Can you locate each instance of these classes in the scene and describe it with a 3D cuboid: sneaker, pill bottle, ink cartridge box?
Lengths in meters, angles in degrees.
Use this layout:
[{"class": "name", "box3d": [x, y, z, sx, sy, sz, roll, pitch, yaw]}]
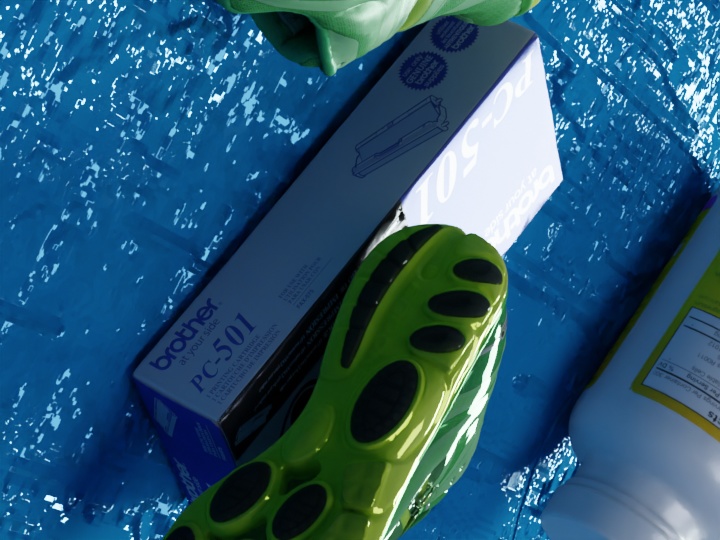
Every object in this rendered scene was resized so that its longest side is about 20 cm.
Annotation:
[{"class": "sneaker", "box3d": [-0.002, 0.080, 0.930, 0.200, 0.074, 0.084, -54, 148, -16]}, {"class": "pill bottle", "box3d": [0.169, 0.059, 1.274, 0.200, 0.104, 0.104, -55, 151, -17]}, {"class": "sneaker", "box3d": [0.000, -0.111, 0.878, 0.083, 0.074, 0.200, -37, 165, 18]}, {"class": "ink cartridge box", "box3d": [0.000, 0.000, 0.992, 0.200, 0.044, 0.094, -51, 150, -23]}]
